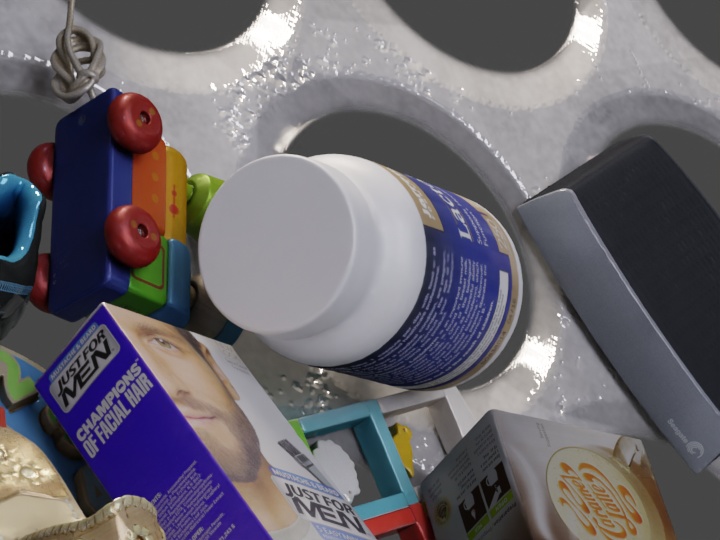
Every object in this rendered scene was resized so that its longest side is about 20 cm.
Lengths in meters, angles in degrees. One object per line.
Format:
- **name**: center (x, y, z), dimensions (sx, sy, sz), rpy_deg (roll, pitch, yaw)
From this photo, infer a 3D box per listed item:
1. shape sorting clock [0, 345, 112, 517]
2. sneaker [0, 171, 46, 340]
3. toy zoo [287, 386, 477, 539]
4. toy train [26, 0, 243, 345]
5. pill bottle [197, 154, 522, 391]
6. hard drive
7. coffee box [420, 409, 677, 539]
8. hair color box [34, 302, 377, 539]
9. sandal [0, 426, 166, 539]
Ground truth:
- **shape sorting clock**: center (-0.197, 0.108, 1.400), dimensions (0.200, 0.039, 0.200), rpy_deg (17, 42, -16)
- **sneaker**: center (-0.216, 0.021, 1.388), dimensions (0.073, 0.082, 0.200), rpy_deg (29, 37, 2)
- **toy zoo**: center (0.023, 0.135, 1.598), dimensions (0.200, 0.020, 0.131), rpy_deg (-12, 73, -42)
- **toy train**: center (-0.115, -0.055, 1.563), dimensions (0.116, 0.085, 0.200), rpy_deg (26, 51, -38)
- **pill bottle**: center (0.000, 0.000, 1.546), dimensions (0.200, 0.116, 0.116), rpy_deg (17, 51, -63)
- **hard drive**: center (0.197, 0.014, 1.793), dimensions (0.135, 0.042, 0.200), rpy_deg (-32, 87, -45)
- **coffee box**: center (0.119, 0.184, 1.547), dimensions (0.114, 0.080, 0.200), rpy_deg (13, 44, -32)
- **hair color box**: center (-0.066, 0.111, 1.415), dimensions (0.109, 0.065, 0.200), rpy_deg (22, 22, -51)
- **sandal**: center (-0.125, 0.125, 1.306), dimensions (0.078, 0.070, 0.212), rpy_deg (-8, 41, -39)
